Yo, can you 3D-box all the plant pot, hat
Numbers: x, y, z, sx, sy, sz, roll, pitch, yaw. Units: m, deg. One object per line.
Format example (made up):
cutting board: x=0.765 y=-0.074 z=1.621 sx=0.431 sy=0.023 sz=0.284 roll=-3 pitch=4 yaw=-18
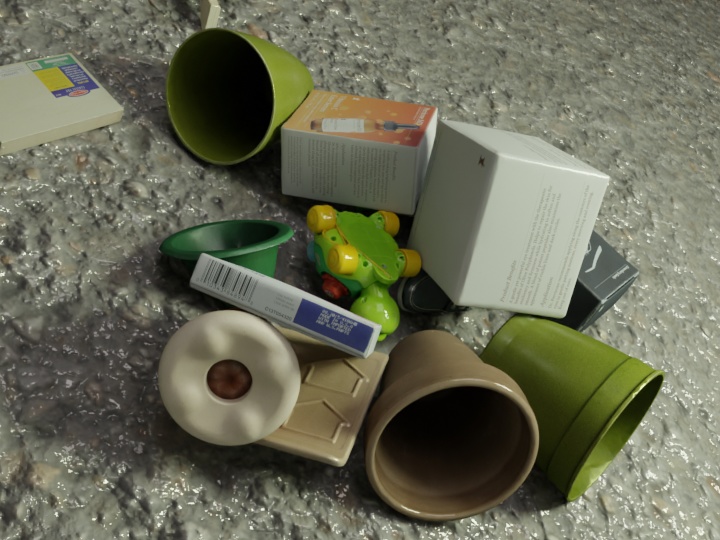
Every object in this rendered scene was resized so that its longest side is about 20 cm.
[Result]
plant pot: x=-0.157 y=-0.265 z=1.378 sx=0.187 sy=0.188 sz=0.200 roll=41 pitch=27 yaw=11
hat: x=-0.151 y=0.041 z=1.177 sx=0.198 sy=0.178 sz=0.165 roll=10 pitch=23 yaw=43
plant pot: x=0.254 y=0.156 z=1.196 sx=0.192 sy=0.202 sz=0.199 roll=38 pitch=39 yaw=27
plant pot: x=0.093 y=0.165 z=1.098 sx=0.198 sy=0.202 sz=0.175 roll=17 pitch=23 yaw=-16

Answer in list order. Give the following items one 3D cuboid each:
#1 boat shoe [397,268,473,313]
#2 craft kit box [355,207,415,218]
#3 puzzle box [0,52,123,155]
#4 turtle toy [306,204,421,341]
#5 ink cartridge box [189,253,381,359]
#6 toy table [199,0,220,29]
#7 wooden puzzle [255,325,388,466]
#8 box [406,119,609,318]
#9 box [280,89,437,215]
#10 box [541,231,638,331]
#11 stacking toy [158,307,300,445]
boat shoe: x=0.138 y=0.024 z=1.316 sx=0.198 sy=0.074 sz=0.061 roll=-7 pitch=15 yaw=-41
craft kit box: x=0.110 y=-0.151 z=1.448 sx=0.195 sy=0.049 sz=0.201 roll=9 pitch=40 yaw=11
puzzle box: x=-0.442 y=-0.232 z=1.266 sx=0.133 sy=0.026 sz=0.199 roll=45 pitch=42 yaw=16
turtle toy: x=0.000 y=0.000 z=1.242 sx=0.144 sy=0.102 sz=0.201 roll=4 pitch=44 yaw=-35
ink cartridge box: x=-0.073 y=0.040 z=1.014 sx=0.194 sy=0.044 sz=0.200 roll=22 pitch=-1 yaw=4
toy table: x=-0.255 y=-0.506 z=1.556 sx=0.198 sy=0.186 sz=0.117 roll=-9 pitch=37 yaw=-27
wooden puzzle: x=-0.079 y=0.144 z=1.067 sx=0.183 sy=0.047 sz=0.201 roll=13 pitch=35 yaw=12
box: x=0.186 y=-0.072 z=1.228 sx=0.169 sy=0.201 sz=0.200 roll=7 pitch=19 yaw=-21
box: x=0.000 y=-0.175 z=1.345 sx=0.197 sy=0.107 sz=0.153 roll=9 pitch=33 yaw=11
box: x=0.300 y=-0.008 z=1.418 sx=0.200 sy=0.105 sz=0.147 roll=47 pitch=40 yaw=17
stacking toy: x=-0.138 y=0.086 z=1.017 sx=0.145 sy=0.147 sz=0.200 roll=22 pitch=15 yaw=-10
